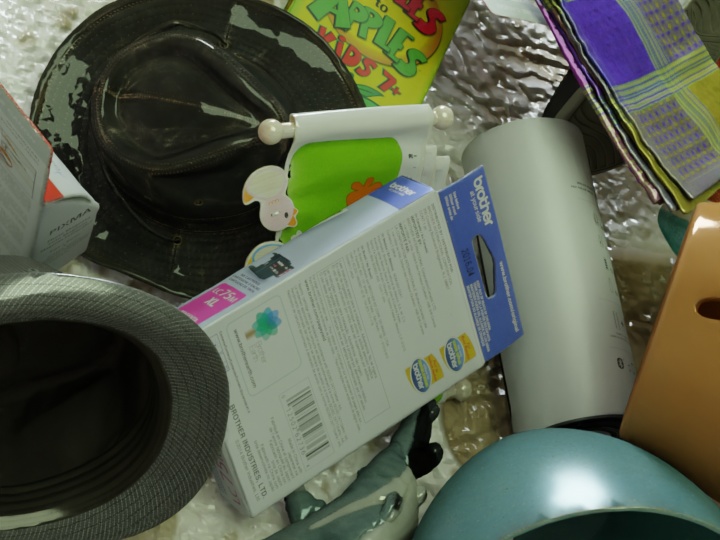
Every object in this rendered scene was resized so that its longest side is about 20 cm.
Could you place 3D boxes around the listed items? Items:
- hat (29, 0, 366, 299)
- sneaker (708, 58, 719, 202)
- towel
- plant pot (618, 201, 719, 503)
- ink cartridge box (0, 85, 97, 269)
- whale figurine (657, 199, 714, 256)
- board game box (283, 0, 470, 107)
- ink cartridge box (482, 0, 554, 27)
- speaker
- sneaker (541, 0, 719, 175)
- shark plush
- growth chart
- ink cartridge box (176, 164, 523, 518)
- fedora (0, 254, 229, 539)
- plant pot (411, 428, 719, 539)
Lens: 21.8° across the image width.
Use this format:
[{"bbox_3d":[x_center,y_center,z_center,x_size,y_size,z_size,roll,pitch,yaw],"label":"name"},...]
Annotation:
[{"bbox_3d":[-0.088,-0.082,1.032,0.199,0.081,0.202,1,75,-4],"label":"hat"},{"bbox_3d":[0.258,-0.098,1.286,0.073,0.077,0.201,24,69,-39],"label":"sneaker"},{"bbox_3d":[0.177,-0.134,1.153,0.143,0.023,0.201,-22,81,-48],"label":"towel"},{"bbox_3d":[0.227,0.050,1.016,0.139,0.201,0.201,18,54,8],"label":"plant pot"},{"bbox_3d":[-0.194,-0.091,0.936,0.057,0.200,0.163,-37,83,-27],"label":"ink cartridge box"},{"bbox_3d":[0.260,0.022,1.168,0.199,0.159,0.104,24,95,-40],"label":"whale figurine"},{"bbox_3d":[-0.010,-0.125,1.160,0.101,0.048,0.201,32,54,-9],"label":"board game box"},{"bbox_3d":[0.080,-0.207,1.203,0.162,0.057,0.201,4,50,-42],"label":"ink cartridge box"},{"bbox_3d":[0.116,0.010,1.136,0.081,0.081,0.201,3,63,-27],"label":"speaker"},{"bbox_3d":[0.174,-0.148,1.268,0.200,0.106,0.075,-45,128,-14],"label":"sneaker"},{"bbox_3d":[-0.013,0.129,1.010,0.083,0.091,0.200,22,59,22],"label":"shark plush"},{"bbox_3d":[0.000,0.000,1.048,0.144,0.018,0.201,-17,116,-30],"label":"growth chart"},{"bbox_3d":[-0.006,0.032,1.019,0.199,0.042,0.120,-30,121,-21],"label":"ink cartridge box"},{"bbox_3d":[-0.172,0.055,0.927,0.199,0.178,0.090,-6,38,-17],"label":"fedora"},{"bbox_3d":[0.107,0.163,1.000,0.199,0.201,0.135,18,28,-19],"label":"plant pot"}]
